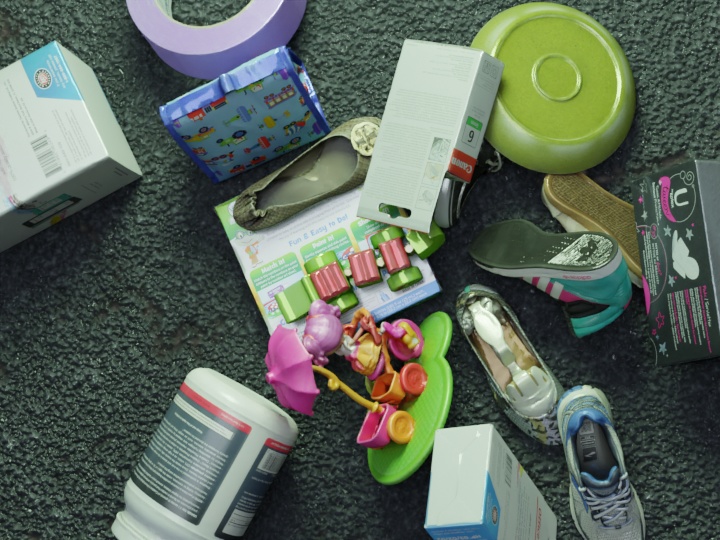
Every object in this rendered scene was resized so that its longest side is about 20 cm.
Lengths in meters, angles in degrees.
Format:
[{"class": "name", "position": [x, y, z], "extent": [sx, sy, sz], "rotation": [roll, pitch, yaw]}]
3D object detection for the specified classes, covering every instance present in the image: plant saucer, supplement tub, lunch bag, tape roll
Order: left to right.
[{"class": "supplement tub", "position": [-0.169, 0.221, 1.716], "extent": [0.139, 0.140, 0.201], "rotation": [30, 89, 9]}, {"class": "tape roll", "position": [-0.162, -0.319, 1.780], "extent": [0.197, 0.066, 0.203], "rotation": [-4, 71, 13]}, {"class": "lunch bag", "position": [-0.128, -0.177, 1.718], "extent": [0.149, 0.200, 0.095], "rotation": [-24, 82, 4]}, {"class": "plant saucer", "position": [0.211, -0.206, 1.728], "extent": [0.197, 0.031, 0.203], "rotation": [3, 73, -10]}]

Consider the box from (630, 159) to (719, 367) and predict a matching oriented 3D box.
[{"class": "box", "position": [0.378, -0.008, 1.656], "extent": [0.131, 0.114, 0.203], "rotation": [-3, 83, -29]}]

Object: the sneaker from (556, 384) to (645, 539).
[{"class": "sneaker", "position": [0.253, 0.228, 1.677], "extent": [0.076, 0.085, 0.202], "rotation": [-19, 98, 5]}]

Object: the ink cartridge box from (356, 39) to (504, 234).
[{"class": "ink cartridge box", "position": [0.074, -0.140, 1.699], "extent": [0.108, 0.050, 0.202], "rotation": [15, 88, 39]}]

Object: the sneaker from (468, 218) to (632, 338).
[{"class": "sneaker", "position": [0.216, 0.011, 1.718], "extent": [0.199, 0.121, 0.084], "rotation": [11, 53, 46]}]

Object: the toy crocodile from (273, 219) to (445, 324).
[{"class": "toy crocodile", "position": [0.000, 0.000, 1.713], "extent": [0.198, 0.062, 0.068], "rotation": [-23, 82, 5]}]

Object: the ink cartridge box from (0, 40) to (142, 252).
[{"class": "ink cartridge box", "position": [-0.377, -0.133, 1.773], "extent": [0.198, 0.146, 0.148], "rotation": [-27, 82, 4]}]

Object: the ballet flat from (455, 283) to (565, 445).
[{"class": "ballet flat", "position": [0.164, 0.103, 1.721], "extent": [0.072, 0.072, 0.201], "rotation": [-33, 82, 3]}]

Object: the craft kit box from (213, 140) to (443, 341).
[{"class": "craft kit box", "position": [-0.036, -0.022, 1.772], "extent": [0.198, 0.049, 0.199], "rotation": [-25, 85, 4]}]

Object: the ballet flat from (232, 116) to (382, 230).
[{"class": "ballet flat", "position": [-0.054, -0.106, 1.738], "extent": [0.198, 0.046, 0.068], "rotation": [-29, 82, 4]}]

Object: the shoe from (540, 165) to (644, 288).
[{"class": "shoe", "position": [0.279, -0.039, 1.733], "extent": [0.199, 0.053, 0.070], "rotation": [40, 62, 5]}]

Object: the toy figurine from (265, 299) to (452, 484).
[{"class": "toy figurine", "position": [-0.011, 0.098, 1.674], "extent": [0.183, 0.150, 0.202], "rotation": [28, 66, -23]}]

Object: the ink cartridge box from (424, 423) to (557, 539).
[{"class": "ink cartridge box", "position": [0.139, 0.262, 1.647], "extent": [0.067, 0.200, 0.116], "rotation": [-9, 50, 25]}]

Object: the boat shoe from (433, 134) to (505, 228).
[{"class": "boat shoe", "position": [0.130, -0.140, 1.747], "extent": [0.063, 0.071, 0.202], "rotation": [16, 85, 9]}]
